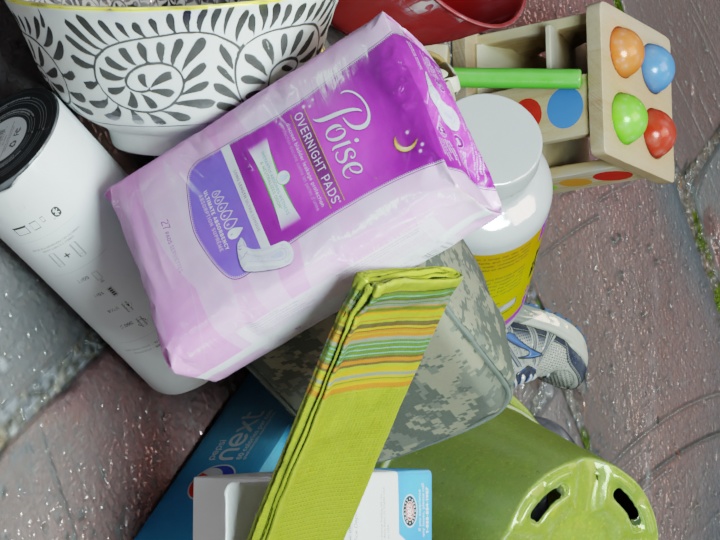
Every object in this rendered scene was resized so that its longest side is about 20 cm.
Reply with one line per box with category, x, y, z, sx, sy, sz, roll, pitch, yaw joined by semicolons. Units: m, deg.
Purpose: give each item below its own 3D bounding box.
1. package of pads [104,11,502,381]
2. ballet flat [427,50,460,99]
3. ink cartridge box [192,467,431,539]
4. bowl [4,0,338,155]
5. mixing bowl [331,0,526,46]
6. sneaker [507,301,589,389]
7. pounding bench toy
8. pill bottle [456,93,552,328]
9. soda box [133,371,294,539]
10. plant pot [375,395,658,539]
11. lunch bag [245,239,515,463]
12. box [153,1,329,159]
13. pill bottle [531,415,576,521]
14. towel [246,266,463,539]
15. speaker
package of pads;-0.033;-0.036;1.053;0.076;0.199;0.121;28;34;-63
ballet flat;0.040;-0.130;1.394;0.200;0.062;0.069;-85;163;-74
ink cartridge box;-0.039;0.178;1.159;0.199;0.067;0.117;6;83;-53
bowl;-0.104;-0.121;1.119;0.200;0.199;0.095;-26;120;-55
mixing bowl;0.016;-0.236;1.391;0.200;0.108;0.201;34;40;-34
sneaker;0.105;0.065;1.526;0.199;0.077;0.086;29;64;-39
pounding bench toy;0.153;-0.140;1.554;0.199;0.155;0.126;15;71;-54
pill bottle;0.078;-0.037;1.362;0.201;0.103;0.105;97;6;-60
soda box;-0.067;0.136;1.250;0.200;0.067;0.065;-56;130;-45
plant pot;0.100;0.179;1.318;0.198;0.190;0.202;-2;94;-27
lunch bag;0.000;0.000;1.201;0.200;0.138;0.169;49;26;-46
box;-0.071;-0.100;1.266;0.137;0.040;0.201;-39;115;-26
pill bottle;0.142;0.186;1.517;0.200;0.105;0.107;52;44;-37
towel;-0.006;0.088;1.054;0.086;0.018;0.201;-4;123;-50
speaker;-0.150;-0.012;1.145;0.200;0.081;0.082;49;46;-38
